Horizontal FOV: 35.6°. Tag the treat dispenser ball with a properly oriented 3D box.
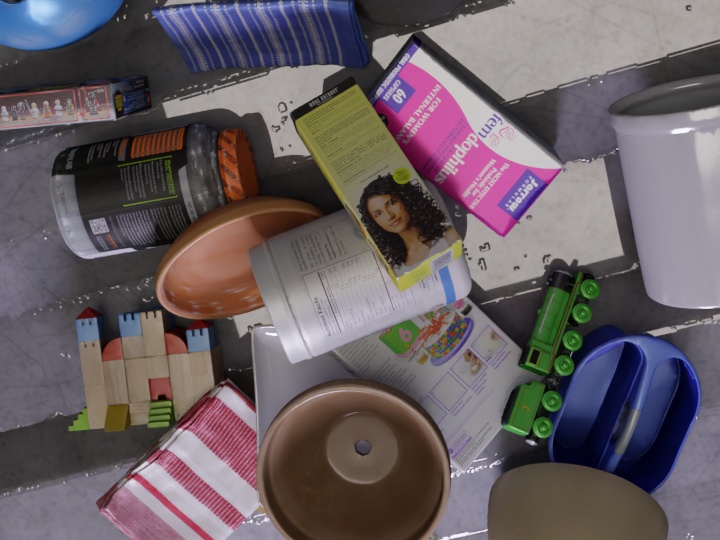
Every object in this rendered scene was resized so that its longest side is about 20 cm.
[{"bbox_3d":[-0.322,-0.317,1.096,0.200,0.201,0.202,1,106,4],"label":"treat dispenser ball"}]

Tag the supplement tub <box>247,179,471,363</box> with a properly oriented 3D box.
[{"bbox_3d":[0.000,0.000,1.133,0.199,0.132,0.132,-21,103,-1],"label":"supplement tub"}]

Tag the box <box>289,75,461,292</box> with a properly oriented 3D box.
[{"bbox_3d":[0.014,-0.083,1.063,0.075,0.050,0.200,-32,72,-5],"label":"box"}]

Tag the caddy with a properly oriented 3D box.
[{"bbox_3d":[0.286,0.157,1.228,0.141,0.105,0.201,17,106,-1],"label":"caddy"}]

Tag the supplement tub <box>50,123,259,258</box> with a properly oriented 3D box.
[{"bbox_3d":[-0.215,-0.087,1.192,0.199,0.123,0.123,-9,105,7],"label":"supplement tub"}]

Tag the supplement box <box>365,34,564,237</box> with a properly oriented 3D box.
[{"bbox_3d":[0.101,-0.141,1.164,0.200,0.103,0.101,37,104,-8],"label":"supplement box"}]

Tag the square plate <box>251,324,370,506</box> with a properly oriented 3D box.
[{"bbox_3d":[-0.021,0.156,1.251,0.199,0.028,0.199,-2,89,-12],"label":"square plate"}]

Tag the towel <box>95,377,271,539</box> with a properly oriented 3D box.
[{"bbox_3d":[-0.172,0.233,1.241,0.200,0.023,0.144,-45,115,-4],"label":"towel"}]

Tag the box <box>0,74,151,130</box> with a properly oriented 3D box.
[{"bbox_3d":[-0.334,-0.173,1.170,0.199,0.137,0.040,-4,103,6],"label":"box"}]

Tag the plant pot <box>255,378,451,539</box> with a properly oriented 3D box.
[{"bbox_3d":[-0.003,0.201,1.176,0.200,0.093,0.202,1,103,6],"label":"plant pot"}]

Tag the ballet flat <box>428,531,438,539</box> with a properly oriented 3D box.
[{"bbox_3d":[0.026,0.248,1.298,0.200,0.072,0.072,40,105,-7],"label":"ballet flat"}]

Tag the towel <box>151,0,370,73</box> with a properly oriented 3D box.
[{"bbox_3d":[-0.095,-0.236,1.135,0.199,0.145,0.024,-2,77,6],"label":"towel"}]

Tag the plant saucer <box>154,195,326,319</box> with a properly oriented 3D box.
[{"bbox_3d":[-0.124,-0.017,1.190,0.200,0.200,0.038,-30,63,12],"label":"plant saucer"}]

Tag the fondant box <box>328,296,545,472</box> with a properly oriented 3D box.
[{"bbox_3d":[0.082,0.100,1.230,0.200,0.058,0.144,44,82,-9],"label":"fondant box"}]

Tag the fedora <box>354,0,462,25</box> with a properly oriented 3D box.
[{"bbox_3d":[0.033,-0.306,1.113,0.199,0.177,0.090,8,140,19],"label":"fedora"}]

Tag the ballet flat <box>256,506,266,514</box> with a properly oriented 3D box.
[{"bbox_3d":[-0.058,0.270,1.302,0.199,0.069,0.063,19,128,-1],"label":"ballet flat"}]

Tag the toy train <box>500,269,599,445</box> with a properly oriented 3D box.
[{"bbox_3d":[0.204,0.089,1.210,0.056,0.042,0.201,22,76,-3],"label":"toy train"}]

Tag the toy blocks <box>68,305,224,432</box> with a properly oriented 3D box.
[{"bbox_3d":[-0.236,0.101,1.270,0.199,0.100,0.137,-6,94,7],"label":"toy blocks"}]

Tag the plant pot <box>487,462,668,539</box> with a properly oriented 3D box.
[{"bbox_3d":[0.226,0.321,1.217,0.200,0.135,0.201,12,140,10],"label":"plant pot"}]

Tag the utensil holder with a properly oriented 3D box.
[{"bbox_3d":[0.351,-0.083,1.128,0.169,0.170,0.201,-12,107,8],"label":"utensil holder"}]
